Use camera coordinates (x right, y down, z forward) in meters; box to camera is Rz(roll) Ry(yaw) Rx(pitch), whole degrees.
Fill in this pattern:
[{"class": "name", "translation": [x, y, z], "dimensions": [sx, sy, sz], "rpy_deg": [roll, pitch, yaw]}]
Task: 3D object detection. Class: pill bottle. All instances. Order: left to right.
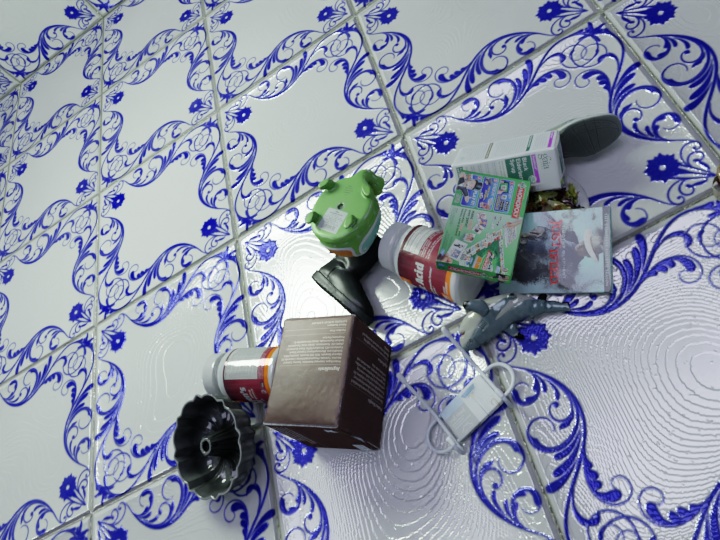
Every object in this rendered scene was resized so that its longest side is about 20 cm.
[{"class": "pill bottle", "translation": [-0.226, 0.216, 1.302], "dimensions": [0.195, 0.109, 0.112], "rpy_deg": [-7, 61, 29]}, {"class": "pill bottle", "translation": [0.135, -0.020, 1.203], "dimensions": [0.197, 0.114, 0.116], "rpy_deg": [23, 77, 39]}]

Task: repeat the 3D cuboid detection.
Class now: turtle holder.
[{"class": "turtle holder", "translation": [-0.022, -0.115, 1.266], "dimensions": [0.137, 0.132, 0.190], "rpy_deg": [-10, 55, 18]}]

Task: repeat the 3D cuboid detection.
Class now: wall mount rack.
[{"class": "wall mount rack", "translation": [0.163, 0.208, 1.084], "dimensions": [0.200, 0.075, 0.174], "rpy_deg": [-44, 50, 2]}]

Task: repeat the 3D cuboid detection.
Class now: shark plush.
[{"class": "shark plush", "translation": [0.269, 0.085, 1.117], "dimensions": [0.194, 0.091, 0.086], "rpy_deg": [-12, 81, 7]}]

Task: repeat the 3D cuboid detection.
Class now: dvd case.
[{"class": "dvd case", "translation": [0.341, -0.032, 1.109], "dimensions": [0.195, 0.022, 0.151], "rpy_deg": [-1, 85, 30]}]

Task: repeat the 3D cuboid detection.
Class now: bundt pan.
[{"class": "bundt pan", "translation": [-0.284, 0.348, 1.261], "dimensions": [0.198, 0.075, 0.208], "rpy_deg": [-4, 83, 34]}]

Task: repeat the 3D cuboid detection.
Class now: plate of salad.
[{"class": "plate of salad", "translation": [0.325, -0.105, 1.174], "dimensions": [0.196, 0.048, 0.205], "rpy_deg": [-15, 57, 24]}]

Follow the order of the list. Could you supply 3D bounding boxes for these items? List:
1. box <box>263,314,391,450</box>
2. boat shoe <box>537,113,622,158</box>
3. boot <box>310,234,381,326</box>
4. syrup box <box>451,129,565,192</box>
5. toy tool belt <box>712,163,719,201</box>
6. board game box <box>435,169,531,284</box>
[{"class": "box", "translation": [-0.055, 0.208, 1.162], "dimensions": [0.160, 0.166, 0.205], "rpy_deg": [-5, 61, 28]}, {"class": "boat shoe", "translation": [0.393, -0.251, 1.198], "dimensions": [0.198, 0.075, 0.065], "rpy_deg": [-21, 27, 30]}, {"class": "boot", "translation": [0.001, 0.001, 1.310], "dimensions": [0.163, 0.074, 0.197], "rpy_deg": [-47, 52, -7]}, {"class": "syrup box", "translation": [0.280, -0.196, 1.187], "dimensions": [0.195, 0.080, 0.082], "rpy_deg": [-5, 33, 29]}, {"class": "toy tool belt", "translation": [0.642, -0.154, 0.952], "dimensions": [0.198, 0.123, 0.126], "rpy_deg": [29, 81, 40]}, {"class": "board game box", "translation": [0.220, -0.082, 1.115], "dimensions": [0.131, 0.029, 0.204], "rpy_deg": [12, 62, 15]}]
